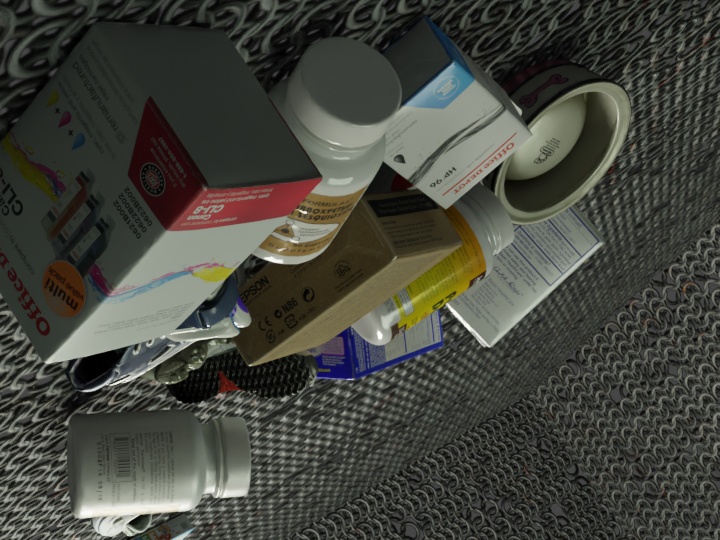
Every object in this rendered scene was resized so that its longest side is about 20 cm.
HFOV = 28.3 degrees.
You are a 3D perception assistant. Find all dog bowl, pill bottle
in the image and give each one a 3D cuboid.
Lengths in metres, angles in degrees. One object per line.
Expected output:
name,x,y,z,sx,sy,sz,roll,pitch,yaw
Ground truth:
dog bowl,0.211,-0.152,1.634,0.199,0.074,0.201,-27,145,-21
pill bottle,-0.042,-0.101,1.218,0.114,0.115,0.200,-26,163,-34
pill bottle,0.069,-0.012,1.570,0.199,0.110,0.109,-33,166,-17
pill bottle,-0.231,0.218,1.634,0.198,0.115,0.115,-1,155,-16

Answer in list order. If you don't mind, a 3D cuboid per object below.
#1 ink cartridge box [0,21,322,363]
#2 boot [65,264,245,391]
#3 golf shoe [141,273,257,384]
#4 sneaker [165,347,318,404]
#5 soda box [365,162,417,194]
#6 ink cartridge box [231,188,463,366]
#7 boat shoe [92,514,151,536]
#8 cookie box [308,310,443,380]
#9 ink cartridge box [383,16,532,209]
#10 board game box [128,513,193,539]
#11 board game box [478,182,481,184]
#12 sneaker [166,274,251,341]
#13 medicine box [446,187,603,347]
ink cartridge box,-0.162,-0.055,1.019,0.200,0.146,0.144,-44,164,29
boot,-0.203,0.056,1.423,0.200,0.073,0.090,-41,174,22
golf shoe,-0.170,0.062,1.588,0.199,0.079,0.097,-24,-176,-33
sneaker,-0.130,0.099,1.652,0.198,0.071,0.094,-9,-154,28
soda box,0.034,-0.110,1.468,0.199,0.069,0.064,-33,166,-9
ink cartridge box,-0.020,0.004,1.409,0.199,0.076,0.164,-37,170,24
boat shoe,-0.343,0.361,2.116,0.073,0.067,0.200,-26,163,-34
cookie box,-0.021,0.075,1.759,0.170,0.076,0.199,0,-171,35
ink cartridge box,0.081,-0.136,1.348,0.116,0.068,0.200,-39,143,15
board game box,-0.402,0.506,2.518,0.199,0.034,0.135,-19,158,-50
board game box,0.074,-0.063,1.731,0.199,0.044,0.199,-39,165,29
sneaker,-0.128,-0.009,1.245,0.199,0.081,0.146,-31,132,26
medicine box,0.185,-0.031,1.820,0.200,0.103,0.182,-42,-160,8
